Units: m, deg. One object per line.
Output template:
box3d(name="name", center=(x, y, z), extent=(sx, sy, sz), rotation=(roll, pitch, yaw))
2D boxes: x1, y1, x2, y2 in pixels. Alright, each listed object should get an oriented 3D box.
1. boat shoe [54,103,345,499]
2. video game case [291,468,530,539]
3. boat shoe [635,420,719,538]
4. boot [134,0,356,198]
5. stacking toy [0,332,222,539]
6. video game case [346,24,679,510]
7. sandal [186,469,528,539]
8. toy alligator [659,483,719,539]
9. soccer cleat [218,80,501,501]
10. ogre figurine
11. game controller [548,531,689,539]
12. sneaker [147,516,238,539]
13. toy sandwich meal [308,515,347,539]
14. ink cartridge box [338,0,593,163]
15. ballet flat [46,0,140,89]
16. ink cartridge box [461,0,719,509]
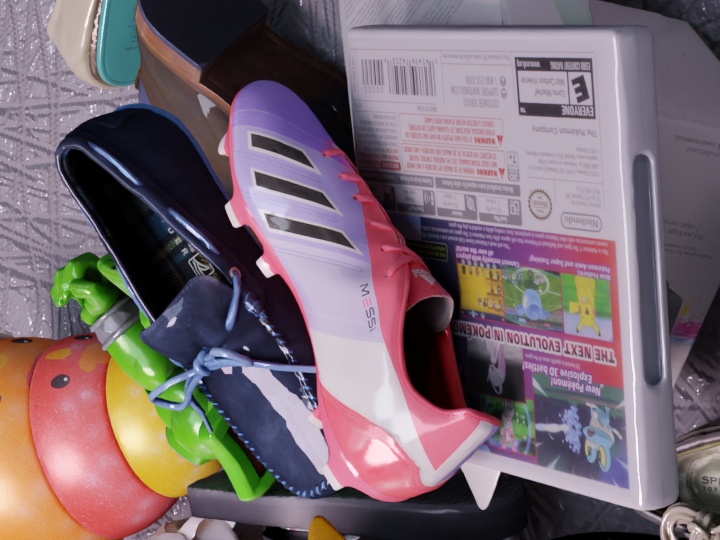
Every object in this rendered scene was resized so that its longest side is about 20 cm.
box3d(name="boat shoe", center=(-0.074, 0.021, 1.073), extent=(0.200, 0.069, 0.084), rotation=(51, 124, 15))
box3d(name="video game case", center=(0.031, 0.155, 1.206), extent=(0.143, 0.017, 0.201), rotation=(-27, 78, 42))
box3d(name="boat shoe", center=(0.199, 0.092, 1.005), extent=(0.200, 0.066, 0.072), rotation=(-5, 94, 43))
box3d(name="boot", center=(-0.043, -0.061, 1.222), extent=(0.200, 0.075, 0.097), rotation=(50, 154, 11))
box3d(name="stacking toy", center=(-0.113, 0.077, 1.279), extent=(0.199, 0.146, 0.147), rotation=(-21, 82, 24))
box3d(name="video game case", center=(0.058, -0.008, 0.988), extent=(0.200, 0.023, 0.183), rotation=(10, 106, 59))
box3d(name="sandal", center=(-0.009, 0.121, 1.174), extent=(0.199, 0.076, 0.043), rotation=(3, 103, 43))
box3d(name="toy alligator", center=(0.171, 0.079, 0.942), extent=(0.200, 0.054, 0.060), rotation=(-37, 77, 44))
box3d(name="soccer cleat", center=(0.000, 0.000, 1.019), extent=(0.076, 0.067, 0.201), rotation=(-32, 63, 28))
box3d(name="ogre figurine", center=(-0.056, 0.038, 1.160), extent=(0.199, 0.098, 0.120), rotation=(-14, 111, 22))
box3d(name="game controller", center=(0.144, 0.136, 1.037), extent=(0.199, 0.104, 0.042), rotation=(2, 107, 43))
box3d(name="sneaker", center=(-0.089, 0.210, 1.293), extent=(0.075, 0.115, 0.201), rotation=(34, 153, 36))
box3d(name="toy sandwich meal", center=(0.026, 0.186, 1.069), extent=(0.204, 0.070, 0.206), rotation=(23, 146, 16))
box3d(name="ink cartridge box", center=(0.039, -0.144, 1.099), extent=(0.161, 0.050, 0.201), rotation=(129, 143, -54))
box3d(name="ballet flat", center=(-0.120, -0.191, 1.259), extent=(0.069, 0.069, 0.201), rotation=(38, 121, 32))
box3d(name="ink cartridge box", center=(0.098, -0.002, 1.054), extent=(0.117, 0.067, 0.201), rotation=(-114, 39, -55))
